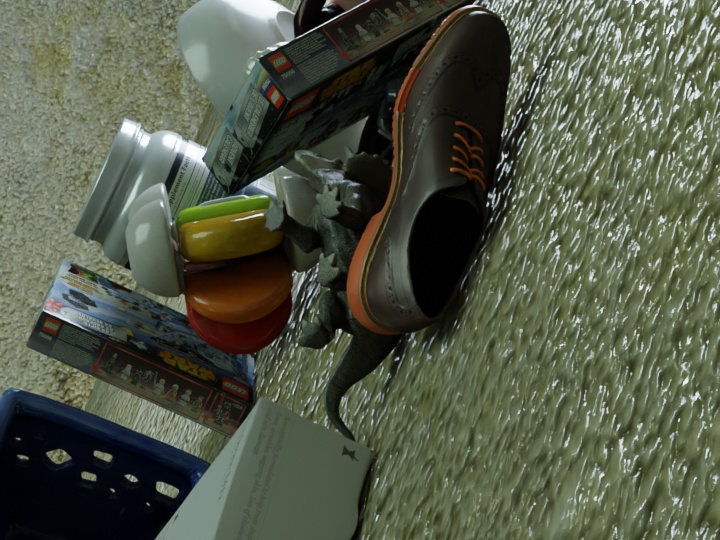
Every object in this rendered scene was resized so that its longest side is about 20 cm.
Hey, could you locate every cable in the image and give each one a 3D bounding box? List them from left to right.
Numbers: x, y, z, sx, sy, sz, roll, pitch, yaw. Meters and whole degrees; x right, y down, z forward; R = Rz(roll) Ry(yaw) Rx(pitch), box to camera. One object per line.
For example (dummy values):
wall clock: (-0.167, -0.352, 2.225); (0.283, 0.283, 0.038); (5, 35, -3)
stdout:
cable: (0.018, -0.062, 1.087); (0.200, 0.050, 0.165); (-95, 24, -75)

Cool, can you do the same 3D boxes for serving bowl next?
serving bowl: (-0.063, -0.173, 1.318); (0.066, 0.200, 0.201); (-42, 20, 23)

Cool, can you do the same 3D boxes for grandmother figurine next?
grandmother figurine: (-0.015, -0.197, 1.245); (0.200, 0.122, 0.060); (-38, 25, -27)

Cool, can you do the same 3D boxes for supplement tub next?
supplement tub: (-0.166, -0.050, 1.483); (0.141, 0.199, 0.141); (-60, 12, 22)

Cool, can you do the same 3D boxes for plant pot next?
plant pot: (-0.256, 0.252, 1.295); (0.180, 0.198, 0.201); (119, 169, -50)

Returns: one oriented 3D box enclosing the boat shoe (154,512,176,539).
boat shoe: (-0.128, 0.230, 1.053); (0.201, 0.070, 0.071); (-82, 17, -56)

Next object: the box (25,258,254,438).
box: (-0.190, 0.068, 1.344); (0.040, 0.199, 0.137); (-61, 11, 15)

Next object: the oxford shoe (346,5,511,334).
oxford shoe: (0.056, -0.058, 0.866); (0.072, 0.071, 0.202); (-1, 72, 63)

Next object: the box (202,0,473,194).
box: (-0.015, -0.144, 1.131); (0.199, 0.040, 0.137); (-34, -10, -33)

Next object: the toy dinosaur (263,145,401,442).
toy dinosaur: (0.000, 0.000, 0.923); (0.077, 0.102, 0.202); (-29, 69, 36)

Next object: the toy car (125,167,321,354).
toy car: (-0.110, -0.006, 1.328); (0.200, 0.173, 0.152); (-123, 22, -76)

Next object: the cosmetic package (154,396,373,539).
cosmetic package: (-0.076, 0.180, 0.899); (0.200, 0.081, 0.113); (-56, 13, 43)
